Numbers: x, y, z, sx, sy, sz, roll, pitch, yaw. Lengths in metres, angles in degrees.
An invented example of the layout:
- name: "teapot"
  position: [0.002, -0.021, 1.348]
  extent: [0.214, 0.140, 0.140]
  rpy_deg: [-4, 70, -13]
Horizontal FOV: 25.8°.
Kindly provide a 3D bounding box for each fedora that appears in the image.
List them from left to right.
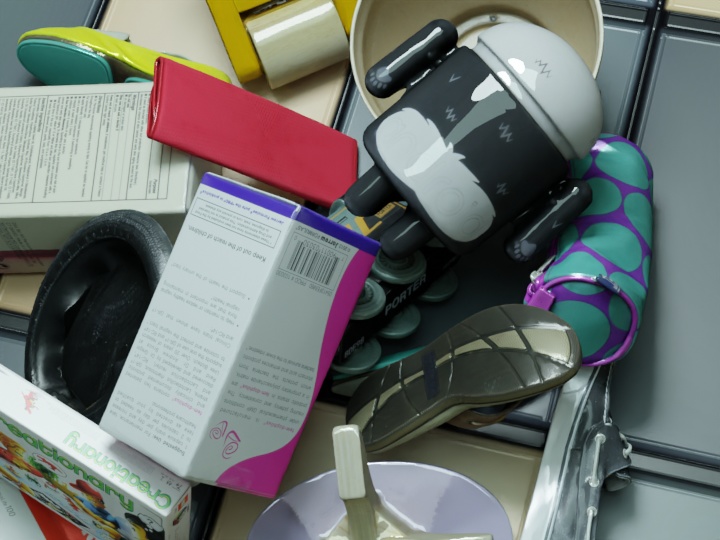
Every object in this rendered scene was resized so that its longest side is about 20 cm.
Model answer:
- name: "fedora"
  position: [-0.179, 0.051, 1.239]
  extent: [0.200, 0.092, 0.201]
  rpy_deg: [-12, 72, 43]

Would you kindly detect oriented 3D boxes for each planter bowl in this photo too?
- name: "planter bowl"
  position: [0.102, -0.174, 1.290]
  extent: [0.200, 0.135, 0.200]
  rpy_deg: [-1, 84, 11]

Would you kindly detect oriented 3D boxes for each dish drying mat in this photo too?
- name: "dish drying mat"
  position: [-0.085, -0.108, 1.291]
  extent: [0.018, 0.200, 0.077]
  rpy_deg: [-30, 50, 44]

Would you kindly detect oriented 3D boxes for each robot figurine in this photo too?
- name: "robot figurine"
  position: [0.083, -0.092, 1.155]
  extent: [0.200, 0.150, 0.125]
  rpy_deg: [-40, 37, 5]

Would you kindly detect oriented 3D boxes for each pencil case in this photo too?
- name: "pencil case"
  position: [0.178, -0.021, 1.212]
  extent: [0.092, 0.085, 0.200]
  rpy_deg: [34, 38, -14]

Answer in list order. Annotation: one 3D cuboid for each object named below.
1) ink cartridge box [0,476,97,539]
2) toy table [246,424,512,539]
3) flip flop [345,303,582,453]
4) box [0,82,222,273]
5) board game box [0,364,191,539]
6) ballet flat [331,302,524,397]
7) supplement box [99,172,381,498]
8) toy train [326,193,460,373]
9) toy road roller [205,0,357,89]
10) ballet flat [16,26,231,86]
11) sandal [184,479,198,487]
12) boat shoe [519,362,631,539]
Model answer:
- name: "ink cartridge box"
  position: [-0.262, 0.219, 1.221]
  extent: [0.200, 0.047, 0.160]
  rpy_deg: [-33, 66, -6]
- name: "toy table"
  position: [0.008, 0.202, 1.133]
  extent: [0.200, 0.117, 0.184]
  rpy_deg: [-18, 84, 4]
- name: "flip flop"
  position: [0.078, 0.088, 1.160]
  extent: [0.200, 0.058, 0.081]
  rpy_deg: [-29, 43, 28]
- name: "box"
  position: [-0.224, -0.076, 1.318]
  extent: [0.200, 0.109, 0.128]
  rpy_deg: [-1, 63, 8]
- name: "board game box"
  position: [-0.218, 0.148, 1.182]
  extent: [0.200, 0.126, 0.035]
  rpy_deg: [30, 58, 12]
- name: "ballet flat"
  position: [0.077, 0.078, 1.232]
  extent: [0.200, 0.067, 0.064]
  rpy_deg: [-21, 90, 0]
- name: "supplement box"
  position: [-0.085, 0.047, 1.118]
  extent: [0.103, 0.101, 0.200]
  rpy_deg: [21, 88, 40]
- name: "toy train"
  position: [0.000, 0.000, 1.241]
  extent: [0.114, 0.085, 0.200]
  rpy_deg: [28, 48, 26]
- name: "toy road roller"
  position: [-0.084, -0.270, 1.400]
  extent: [0.123, 0.146, 0.200]
  rpy_deg: [-22, 102, -3]
- name: "ballet flat"
  position: [-0.204, -0.178, 1.396]
  extent: [0.200, 0.067, 0.067]
  rpy_deg: [19, 48, 13]
- name: "sandal"
  position: [-0.083, 0.088, 1.253]
  extent: [0.050, 0.082, 0.203]
  rpy_deg: [36, 67, -24]
- name: "boat shoe"
  position: [0.172, 0.143, 1.182]
  extent: [0.068, 0.072, 0.200]
  rpy_deg: [14, 68, 12]
